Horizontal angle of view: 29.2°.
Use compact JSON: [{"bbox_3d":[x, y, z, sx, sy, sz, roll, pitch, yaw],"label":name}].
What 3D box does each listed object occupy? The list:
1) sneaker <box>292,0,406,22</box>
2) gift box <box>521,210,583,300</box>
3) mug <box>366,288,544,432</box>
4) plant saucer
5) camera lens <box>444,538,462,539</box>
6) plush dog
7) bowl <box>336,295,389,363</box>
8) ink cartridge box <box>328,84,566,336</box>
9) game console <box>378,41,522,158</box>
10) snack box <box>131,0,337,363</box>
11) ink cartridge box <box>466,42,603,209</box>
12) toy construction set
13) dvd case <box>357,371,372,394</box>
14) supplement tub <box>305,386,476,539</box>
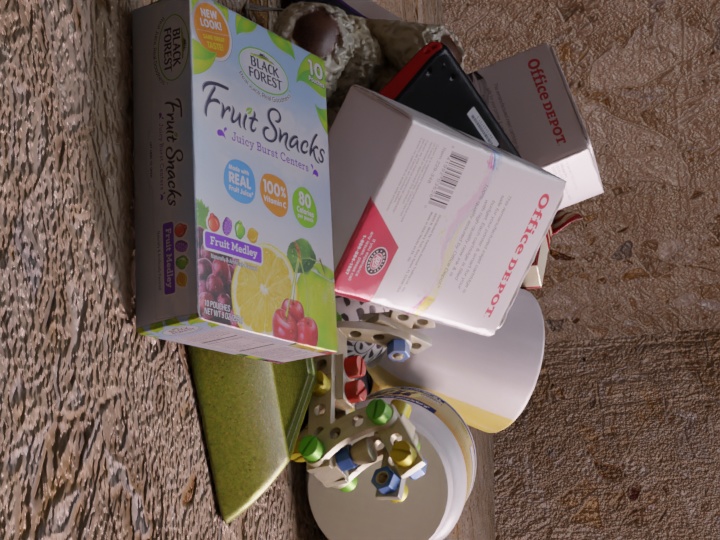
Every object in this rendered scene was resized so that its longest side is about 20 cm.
[{"bbox_3d":[-0.036,-0.190,1.309,0.200,0.147,0.081,36,-9,39],"label":"sneaker"},{"bbox_3d":[0.133,-0.074,1.525,0.185,0.199,0.188,-65,147,-46],"label":"gift box"},{"bbox_3d":[0.079,0.092,1.392,0.149,0.152,0.188,3,-102,67],"label":"mug"},{"bbox_3d":[-0.073,0.045,0.986,0.200,0.047,0.201,-72,156,-69],"label":"plant saucer"},{"bbox_3d":[0.052,0.358,1.249,0.160,0.159,0.202,-13,97,-81],"label":"camera lens"},{"bbox_3d":[-0.027,-0.130,1.170,0.199,0.160,0.173,1,98,-40],"label":"plush dog"},{"bbox_3d":[0.000,0.000,1.275,0.201,0.094,0.202,-11,90,-76],"label":"bowl"},{"bbox_3d":[0.051,-0.043,1.099,0.199,0.085,0.148,17,102,-46],"label":"ink cartridge box"},{"bbox_3d":[0.049,-0.071,1.163,0.031,0.177,0.200,35,-9,43],"label":"game console"},{"bbox_3d":[-0.076,-0.053,0.854,0.142,0.053,0.202,19,63,-55],"label":"snack box"},{"bbox_3d":[0.123,-0.116,1.365,0.084,0.199,0.145,56,16,-53],"label":"ink cartridge box"},{"bbox_3d":[-0.001,0.096,1.121,0.092,0.130,0.201,58,28,-35],"label":"toy construction set"},{"bbox_3d":[-0.015,0.096,1.428,0.201,0.022,0.147,72,16,-50],"label":"dvd case"},{"bbox_3d":[0.029,0.184,1.255,0.200,0.143,0.146,3,82,-82],"label":"supplement tub"}]
